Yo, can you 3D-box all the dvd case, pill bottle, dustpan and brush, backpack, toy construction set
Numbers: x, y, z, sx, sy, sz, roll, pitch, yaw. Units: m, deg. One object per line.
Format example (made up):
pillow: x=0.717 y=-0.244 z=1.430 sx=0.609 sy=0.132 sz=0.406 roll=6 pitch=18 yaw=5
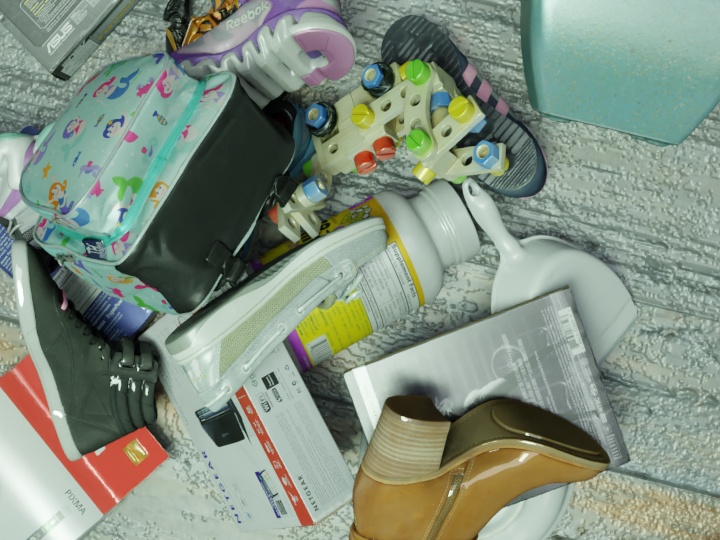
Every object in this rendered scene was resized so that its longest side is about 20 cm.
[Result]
dvd case: x=0.101 y=0.118 z=0.838 sx=0.197 sy=0.016 sz=0.151 roll=-21 pitch=93 yaw=4
pill bottle: x=0.000 y=0.000 z=0.883 sx=0.198 sy=0.104 sz=0.106 roll=-28 pitch=89 yaw=-6
dustpan and brush: x=0.146 y=0.004 z=0.873 sx=0.140 sy=0.057 sz=0.201 roll=-44 pitch=121 yaw=-21
backpack: x=-0.167 y=-0.068 z=0.795 sx=0.150 sy=0.199 sz=0.179 roll=38 pitch=72 yaw=-29
toy construction set: x=0.013 y=-0.098 z=0.843 sx=0.197 sy=0.092 sz=0.133 roll=-23 pitch=63 yaw=12

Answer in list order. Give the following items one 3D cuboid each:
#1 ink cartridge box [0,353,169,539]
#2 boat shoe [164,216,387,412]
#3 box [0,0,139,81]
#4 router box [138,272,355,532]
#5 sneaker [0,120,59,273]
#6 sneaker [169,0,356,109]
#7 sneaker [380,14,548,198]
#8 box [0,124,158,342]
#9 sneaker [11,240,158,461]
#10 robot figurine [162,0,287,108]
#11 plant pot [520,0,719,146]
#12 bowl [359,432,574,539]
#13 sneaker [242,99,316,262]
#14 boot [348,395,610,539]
ink cartridge box: x=-0.295 y=0.174 z=0.928 sx=0.199 sy=0.050 sz=0.161 roll=-41 pitch=89 yaw=15
boat shoe: x=-0.052 y=0.024 z=0.774 sx=0.201 sy=0.074 sz=0.065 roll=-36 pitch=99 yaw=-33
box: x=-0.260 y=-0.300 z=0.928 sx=0.158 sy=0.048 sz=0.200 roll=43 pitch=93 yaw=3
router box: x=-0.099 y=0.116 z=0.864 sx=0.048 sy=0.179 sz=0.202 roll=-28 pitch=88 yaw=-30
sneaker: x=-0.301 y=-0.046 z=0.890 sx=0.196 sy=0.078 sz=0.143 roll=-11 pitch=90 yaw=4
sneaker: x=-0.092 y=-0.185 z=0.850 sx=0.197 sy=0.080 sz=0.090 roll=-15 pitch=60 yaw=26
sneaker: x=0.090 y=-0.137 z=0.905 sx=0.070 sy=0.082 sz=0.201 roll=-40 pitch=66 yaw=15
box: x=-0.262 y=-0.024 z=0.943 sx=0.199 sy=0.032 sz=0.121 roll=42 pitch=93 yaw=1
sneaker: x=-0.227 y=0.058 z=0.871 sx=0.097 sy=0.071 sz=0.203 roll=-16 pitch=114 yaw=-9
robot figurine: x=-0.095 y=-0.248 z=0.913 sx=0.143 sy=0.058 sz=0.203 roll=22 pitch=92 yaw=4
plant pot: x=0.219 y=-0.212 z=0.832 sx=0.193 sy=0.196 sz=0.204 roll=13 pitch=100 yaw=3
bowl: x=0.094 y=0.174 z=0.895 sx=0.197 sy=0.090 sz=0.205 roll=0 pitch=92 yaw=4
sneaker: x=-0.114 y=-0.069 z=0.889 sx=0.078 sy=0.090 sz=0.202 roll=33 pitch=83 yaw=11
boot: x=0.086 y=0.182 z=0.805 sx=0.196 sy=0.074 sz=0.157 roll=10 pitch=108 yaw=-12
